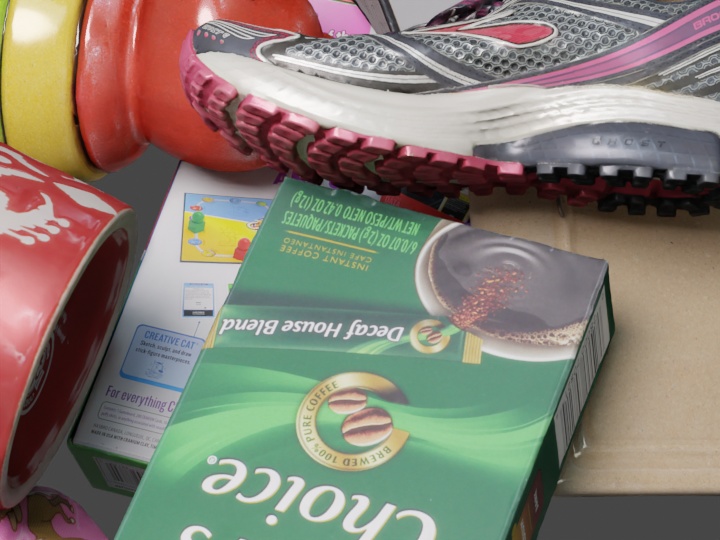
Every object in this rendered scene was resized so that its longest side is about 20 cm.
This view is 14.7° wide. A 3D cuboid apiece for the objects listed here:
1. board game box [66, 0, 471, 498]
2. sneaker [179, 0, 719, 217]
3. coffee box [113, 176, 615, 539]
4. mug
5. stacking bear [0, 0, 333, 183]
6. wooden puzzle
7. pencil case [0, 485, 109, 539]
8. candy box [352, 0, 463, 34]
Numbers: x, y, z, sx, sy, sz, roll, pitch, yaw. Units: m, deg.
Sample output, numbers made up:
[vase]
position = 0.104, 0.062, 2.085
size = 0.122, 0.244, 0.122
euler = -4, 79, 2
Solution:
[board game box]
position = 0.000, 0.000, 1.016
size = 0.152, 0.040, 0.201
euler = 13, 66, 16
[sneaker]
position = 0.039, -0.063, 0.929
size = 0.198, 0.081, 0.075
euler = 4, 79, -4
[coffee box]
position = -0.004, 0.071, 0.889
size = 0.122, 0.044, 0.201
euler = 15, 58, 16
[mug]
position = -0.189, -0.002, 0.900
size = 0.199, 0.178, 0.134
euler = 23, 111, 5
[stacking bear]
position = -0.109, -0.082, 1.003
size = 0.199, 0.114, 0.122
euler = 7, 24, 13
[wooden puzzle]
position = 0.138, -0.008, 0.980
size = 0.198, 0.037, 0.186
euler = -1, 68, -3
[pencil case]
position = -0.062, 0.156, 0.916
size = 0.200, 0.087, 0.083
euler = 38, 54, 27
[candy box]
position = 0.053, -0.171, 1.033
size = 0.167, 0.072, 0.200
euler = -26, 32, -4
